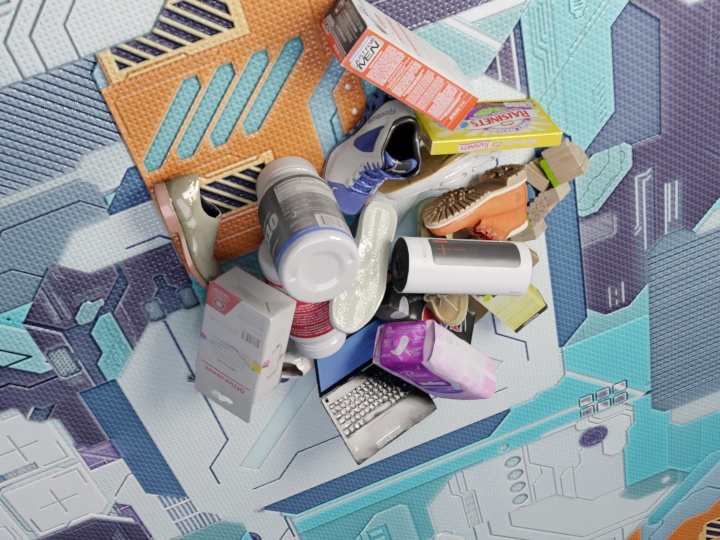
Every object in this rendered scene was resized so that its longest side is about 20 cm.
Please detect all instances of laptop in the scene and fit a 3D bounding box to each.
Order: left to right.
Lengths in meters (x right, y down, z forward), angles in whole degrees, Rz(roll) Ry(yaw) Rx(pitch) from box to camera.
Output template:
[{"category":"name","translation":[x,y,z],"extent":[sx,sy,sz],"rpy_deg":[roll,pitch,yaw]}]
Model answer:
[{"category":"laptop","translation":[0.029,0.187,1.627],"extent":[0.176,0.202,0.103],"rpy_deg":[-31,-179,-21]}]

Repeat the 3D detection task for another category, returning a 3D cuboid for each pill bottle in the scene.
[{"category":"pill bottle","translation":[-0.078,-0.062,1.346],"extent":[0.112,0.201,0.115],"rpy_deg":[-11,132,-12]},{"category":"pill bottle","translation":[-0.080,0.035,1.488],"extent":[0.110,0.113,0.202],"rpy_deg":[-18,133,-5]}]

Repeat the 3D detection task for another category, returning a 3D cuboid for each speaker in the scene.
[{"category":"speaker","translation":[0.145,-0.005,1.434],"extent":[0.196,0.082,0.082],"rpy_deg":[2,128,-18]}]

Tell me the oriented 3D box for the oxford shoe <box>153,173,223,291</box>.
[{"category":"oxford shoe","translation":[-0.222,-0.048,1.393],"extent":[0.073,0.071,0.202],"rpy_deg":[-23,133,-4]}]

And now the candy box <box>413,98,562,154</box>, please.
[{"category":"candy box","translation":[0.175,-0.204,1.390],"extent":[0.196,0.103,0.027],"rpy_deg":[-6,132,-16]}]

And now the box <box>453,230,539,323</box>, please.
[{"category":"box","translation":[0.177,-0.006,1.615],"extent":[0.199,0.021,0.164],"rpy_deg":[28,115,-37]}]

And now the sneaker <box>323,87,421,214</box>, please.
[{"category":"sneaker","translation":[0.021,-0.152,1.366],"extent":[0.079,0.116,0.201],"rpy_deg":[15,122,-29]}]

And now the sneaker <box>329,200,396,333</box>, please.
[{"category":"sneaker","translation":[0.000,0.000,1.453],"extent":[0.074,0.203,0.084],"rpy_deg":[24,164,-12]}]

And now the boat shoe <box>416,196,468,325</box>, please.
[{"category":"boat shoe","translation":[0.118,-0.008,1.505],"extent":[0.072,0.063,0.204],"rpy_deg":[-11,102,14]}]

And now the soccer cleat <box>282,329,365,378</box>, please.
[{"category":"soccer cleat","translation":[-0.080,0.133,1.596],"extent":[0.197,0.078,0.070],"rpy_deg":[-16,133,-8]}]

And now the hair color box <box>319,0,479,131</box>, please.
[{"category":"hair color box","translation":[0.051,-0.270,1.280],"extent":[0.198,0.112,0.064],"rpy_deg":[25,117,-35]}]

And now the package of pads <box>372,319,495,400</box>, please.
[{"category":"package of pads","translation":[0.123,0.148,1.590],"extent":[0.119,0.077,0.199],"rpy_deg":[-7,152,37]}]

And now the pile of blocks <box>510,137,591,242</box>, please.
[{"category":"pile of blocks","translation":[0.286,-0.130,1.538],"extent":[0.062,0.082,0.201],"rpy_deg":[-40,165,-49]}]

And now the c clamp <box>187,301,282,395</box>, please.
[{"category":"c clamp","translation":[-0.199,0.116,1.528],"extent":[0.168,0.027,0.203],"rpy_deg":[15,121,17]}]

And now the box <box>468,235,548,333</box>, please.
[{"category":"box","translation":[0.222,0.024,1.608],"extent":[0.075,0.050,0.199],"rpy_deg":[-40,132,16]}]

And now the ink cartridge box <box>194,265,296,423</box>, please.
[{"category":"ink cartridge box","translation":[-0.173,0.111,1.451],"extent":[0.067,0.115,0.203],"rpy_deg":[-35,148,-51]}]

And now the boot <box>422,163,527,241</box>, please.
[{"category":"boot","translation":[0.178,-0.076,1.465],"extent":[0.198,0.075,0.109],"rpy_deg":[-25,117,-31]}]

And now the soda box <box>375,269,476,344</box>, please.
[{"category":"soda box","translation":[0.097,0.066,1.591],"extent":[0.198,0.064,0.070],"rpy_deg":[28,156,-37]}]

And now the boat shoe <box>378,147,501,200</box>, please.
[{"category":"boat shoe","translation":[0.121,-0.145,1.441],"extent":[0.197,0.071,0.070],"rpy_deg":[-26,134,-1]}]
